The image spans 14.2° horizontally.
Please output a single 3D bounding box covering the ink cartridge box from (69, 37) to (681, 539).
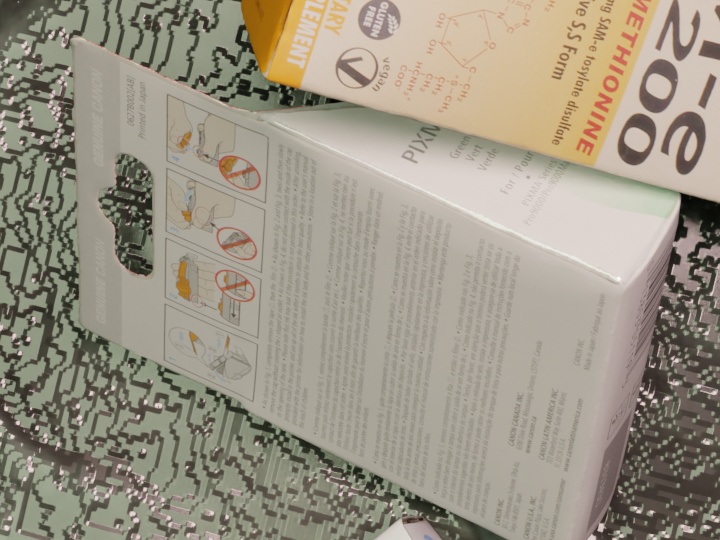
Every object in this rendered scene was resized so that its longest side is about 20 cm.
[{"bbox_3d":[0.000,0.000,0.966,0.200,0.161,0.050,27,54,16],"label":"ink cartridge box"}]

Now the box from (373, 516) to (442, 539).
[{"bbox_3d":[0.019,0.212,1.005,0.156,0.041,0.200,-40,79,9],"label":"box"}]

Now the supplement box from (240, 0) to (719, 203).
[{"bbox_3d":[0.078,-0.100,0.882,0.200,0.074,0.126,14,110,-14],"label":"supplement box"}]
